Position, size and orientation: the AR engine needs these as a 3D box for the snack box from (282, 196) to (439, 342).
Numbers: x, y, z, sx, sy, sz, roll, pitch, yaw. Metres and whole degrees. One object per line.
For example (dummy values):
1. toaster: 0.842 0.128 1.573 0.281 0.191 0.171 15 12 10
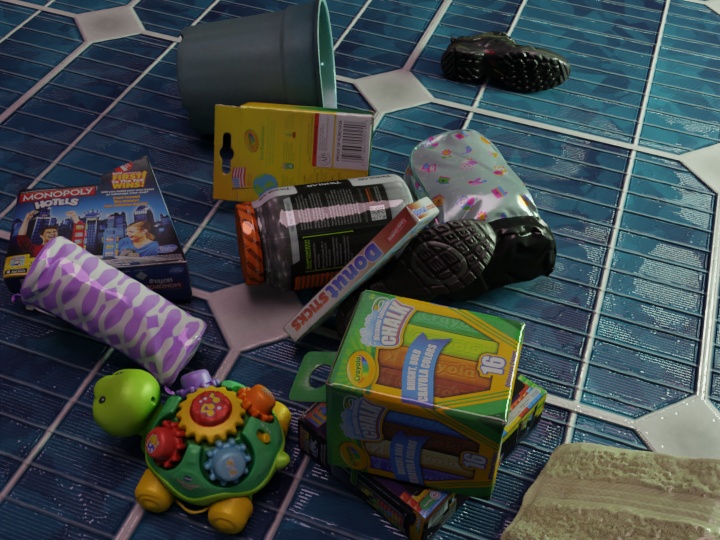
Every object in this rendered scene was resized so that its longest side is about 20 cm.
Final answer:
1. snack box: 0.000 0.000 0.950 0.024 0.200 0.072 49 24 6

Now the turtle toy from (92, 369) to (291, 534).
1. turtle toy: -0.162 0.153 0.851 0.200 0.101 0.146 13 45 10

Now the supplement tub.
1. supplement tub: -0.042 -0.043 1.042 0.200 0.123 0.123 -8 46 -12

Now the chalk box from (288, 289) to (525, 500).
1. chalk box: 0.037 0.108 0.814 0.200 0.124 0.125 11 45 9

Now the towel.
1. towel: 0.238 0.219 0.801 0.200 0.036 0.148 0 38 40

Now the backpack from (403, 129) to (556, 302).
1. backpack: 0.132 -0.073 1.077 0.167 0.127 0.200 -13 49 -15

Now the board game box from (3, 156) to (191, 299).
1. board game box: -0.307 -0.050 1.066 0.200 0.062 0.200 -4 45 -7

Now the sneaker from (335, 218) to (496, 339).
1. sneaker: 0.059 0.007 0.973 0.200 0.091 0.076 -34 91 12

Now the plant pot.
1. plant pot: -0.140 -0.269 1.229 0.196 0.200 0.200 -3 44 6

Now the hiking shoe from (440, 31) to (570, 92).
1. hiking shoe: 0.231 -0.341 1.391 0.200 0.076 0.101 11 48 9

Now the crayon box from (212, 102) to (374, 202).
1. crayon box: -0.086 -0.148 1.138 0.200 0.127 0.051 5 16 1

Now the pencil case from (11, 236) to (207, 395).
1. pencil case: -0.260 0.044 0.929 0.200 0.084 0.086 30 72 -3

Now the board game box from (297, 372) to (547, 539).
1. board game box: 0.063 0.152 0.899 0.165 0.057 0.200 33 52 29
